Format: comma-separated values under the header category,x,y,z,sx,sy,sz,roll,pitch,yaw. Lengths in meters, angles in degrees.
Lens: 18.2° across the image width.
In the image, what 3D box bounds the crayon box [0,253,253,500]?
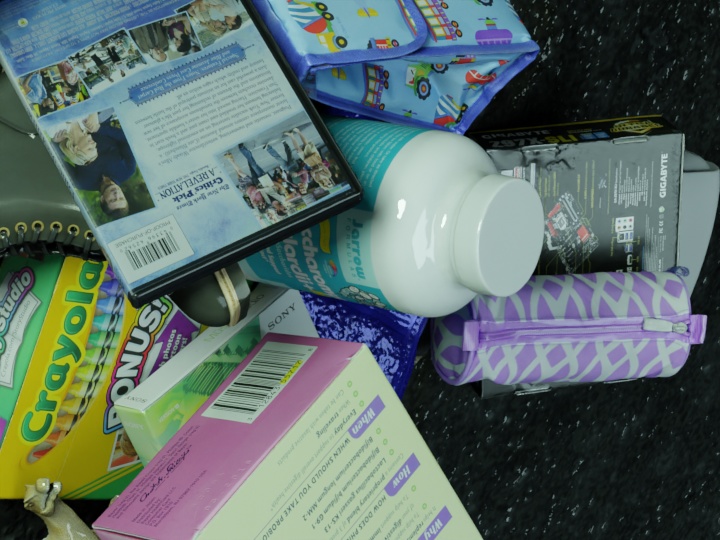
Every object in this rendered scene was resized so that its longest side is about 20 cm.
category,x,y,z,sx,sy,sz,roll,pitch,yaw
crayon box,-0.156,0.042,1.399,0.172,0.058,0.201,7,105,-53

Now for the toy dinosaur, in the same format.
category,x,y,z,sx,sy,sz,roll,pitch,yaw
toy dinosaur,-0.172,0.202,1.396,0.100,0.058,0.201,0,117,-8

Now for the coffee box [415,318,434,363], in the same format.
category,x,y,z,sx,sy,sz,roll,pitch,yaw
coffee box,-0.027,0.065,1.590,0.200,0.044,0.123,-44,141,-25

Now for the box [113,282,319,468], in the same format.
category,x,y,z,sx,sy,sz,roll,pitch,yaw
box,-0.060,0.127,1.437,0.144,0.036,0.201,-41,118,-33

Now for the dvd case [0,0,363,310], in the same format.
category,x,y,z,sx,sy,sz,roll,pitch,yaw
dvd case,-0.106,-0.091,1.241,0.142,0.201,0.018,-25,159,-15

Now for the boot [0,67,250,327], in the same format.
category,x,y,z,sx,sy,sz,roll,pitch,yaw
boot,-0.170,-0.015,1.248,0.138,0.200,0.078,-38,162,-24

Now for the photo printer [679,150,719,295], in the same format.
category,x,y,z,sx,sy,sz,roll,pitch,yaw
photo printer,0.213,-0.018,1.820,0.199,0.069,0.167,-4,115,-50

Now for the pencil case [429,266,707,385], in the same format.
category,x,y,z,sx,sy,sz,roll,pitch,yaw
pencil case,0.149,0.043,1.631,0.199,0.085,0.085,-3,103,-20

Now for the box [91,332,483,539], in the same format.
category,x,y,z,sx,sy,sz,roll,pitch,yaw
box,-0.034,0.171,1.377,0.176,0.096,0.201,-48,122,-29

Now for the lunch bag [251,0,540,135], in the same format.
category,x,y,z,sx,sy,sz,roll,pitch,yaw
lunch bag,-0.013,-0.167,1.367,0.199,0.151,0.094,-2,145,-45

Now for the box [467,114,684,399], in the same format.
category,x,y,z,sx,sy,sz,roll,pitch,yaw
box,0.159,-0.010,1.694,0.159,0.049,0.201,-6,112,-13

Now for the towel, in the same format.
category,x,y,z,sx,sy,sz,roll,pitch,yaw
towel,0.000,0.000,1.523,0.147,0.049,0.201,27,78,-35

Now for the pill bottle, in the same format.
category,x,y,z,sx,sy,sz,roll,pitch,yaw
pill bottle,0.010,-0.034,1.352,0.110,0.199,0.112,-16,111,-49
